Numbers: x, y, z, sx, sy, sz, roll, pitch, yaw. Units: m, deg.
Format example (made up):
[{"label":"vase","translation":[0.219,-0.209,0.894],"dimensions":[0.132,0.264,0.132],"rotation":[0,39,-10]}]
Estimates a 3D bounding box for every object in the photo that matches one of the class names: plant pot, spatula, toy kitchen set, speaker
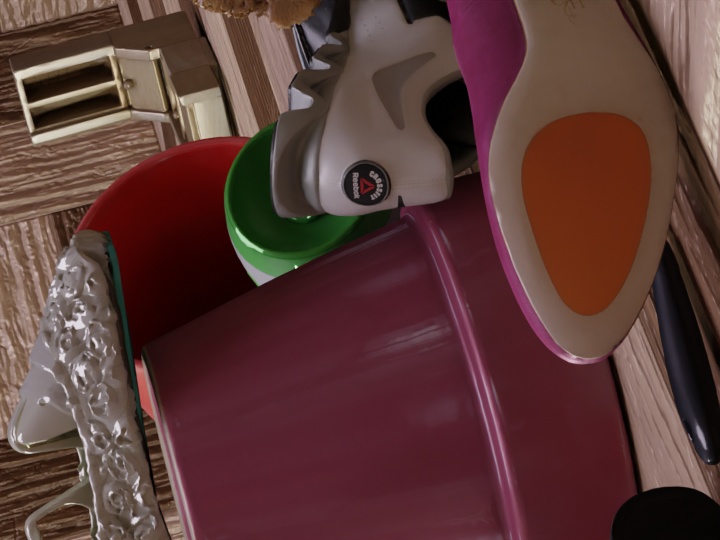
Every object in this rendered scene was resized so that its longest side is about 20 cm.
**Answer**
[{"label":"plant pot","translation":[-0.090,0.038,2.081],"dimensions":[0.177,0.200,0.201],"rotation":[69,-179,-50]},{"label":"spatula","translation":[0.092,-0.018,1.033],"dimensions":[0.057,0.021,0.200],"rotation":[75,176,-57]},{"label":"toy kitchen set","translation":[-0.211,-0.114,2.786],"dimensions":[0.200,0.180,0.163],"rotation":[-118,14,-62]},{"label":"speaker","translation":[0.000,0.000,1.422],"dimensions":[0.200,0.088,0.089],"rotation":[54,-163,-62]},{"label":"plant pot","translation":[0.007,0.071,1.275],"dimensions":[0.200,0.179,0.200],"rotation":[166,90,-85]}]

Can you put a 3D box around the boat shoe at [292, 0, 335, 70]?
[{"label":"boat shoe","translation":[-0.019,-0.150,1.398],"dimensions":[0.071,0.072,0.200],"rotation":[0,-107,-58]}]

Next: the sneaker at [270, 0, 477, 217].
[{"label":"sneaker","translation":[0.026,-0.081,1.285],"dimensions":[0.200,0.088,0.074],"rotation":[-71,-19,-52]}]

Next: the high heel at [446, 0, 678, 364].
[{"label":"high heel","translation":[0.056,-0.061,1.005],"dimensions":[0.096,0.067,0.200],"rotation":[134,127,-71]}]

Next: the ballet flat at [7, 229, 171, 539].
[{"label":"ballet flat","translation":[-0.111,0.085,1.242],"dimensions":[0.072,0.072,0.200],"rotation":[-170,67,-83]}]

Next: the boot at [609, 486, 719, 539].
[{"label":"boot","translation":[0.124,0.206,1.050],"dimensions":[0.188,0.068,0.200],"rotation":[-111,8,-45]}]

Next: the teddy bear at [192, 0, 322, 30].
[{"label":"teddy bear","translation":[-0.033,-0.207,1.270],"dimensions":[0.067,0.145,0.200],"rotation":[-58,-36,-61]}]
